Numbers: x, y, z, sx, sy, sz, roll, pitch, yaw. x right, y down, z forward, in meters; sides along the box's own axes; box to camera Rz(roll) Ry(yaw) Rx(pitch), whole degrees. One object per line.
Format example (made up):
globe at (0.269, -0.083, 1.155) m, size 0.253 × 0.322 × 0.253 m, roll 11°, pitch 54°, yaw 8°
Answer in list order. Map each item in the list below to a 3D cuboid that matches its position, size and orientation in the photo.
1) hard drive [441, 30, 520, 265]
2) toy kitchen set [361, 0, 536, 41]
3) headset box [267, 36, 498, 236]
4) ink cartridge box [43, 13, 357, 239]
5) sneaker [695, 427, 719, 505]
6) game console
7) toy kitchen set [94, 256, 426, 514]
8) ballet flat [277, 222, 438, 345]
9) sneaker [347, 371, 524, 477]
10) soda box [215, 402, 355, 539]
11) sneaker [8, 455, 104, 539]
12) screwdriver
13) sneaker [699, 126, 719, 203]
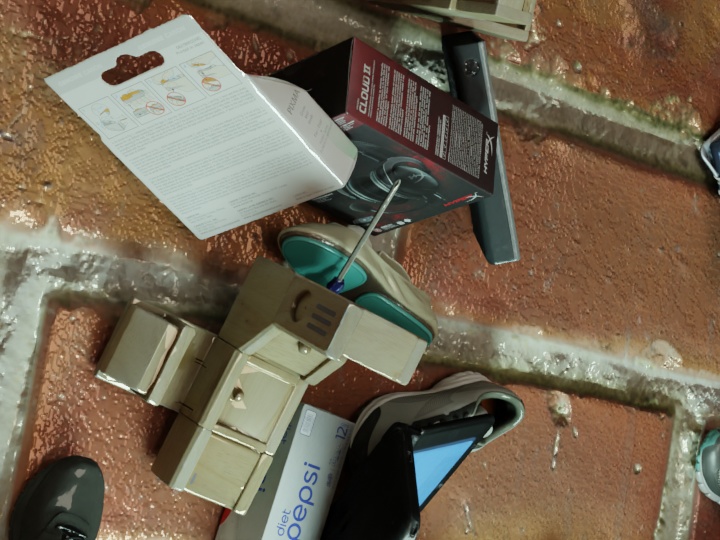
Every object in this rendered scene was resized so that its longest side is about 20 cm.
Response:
hard drive at (0.110, -0.115, 1.520) m, size 0.033 × 0.140 × 0.201 m, roll -10°, pitch 102°, yaw 1°
toy kitchen set at (0.137, -0.295, 1.458) m, size 0.180 × 0.200 × 0.164 m, roll 9°, pitch 97°, yaw -36°
headset box at (-0.004, -0.113, 1.401) m, size 0.200 × 0.149 × 0.077 m, roll 25°, pitch 60°, yaw -39°
ink cartridge box at (-0.124, -0.120, 1.298) m, size 0.200 × 0.161 × 0.050 m, roll 48°, pitch 41°, yaw -31°
sneaker at (0.449, 0.253, 1.852) m, size 0.078 × 0.091 × 0.200 m, roll -52°, pitch 123°, yaw -26°
game console at (0.032, 0.230, 1.420) m, size 0.116 × 0.200 × 0.176 m, roll 21°, pitch 35°, yaw -20°
toy kitchen set at (-0.094, 0.093, 1.303) m, size 0.163 × 0.180 × 0.200 m, roll 27°, pitch 88°, yaw -30°
ballet flat at (0.000, 0.000, 1.484) m, size 0.200 × 0.069 × 0.070 m, roll 42°, pitch 68°, yaw -36°
sneaker at (0.069, 0.145, 1.535) m, size 0.200 × 0.079 × 0.074 m, roll -21°, pitch 108°, yaw -36°
soda box at (-0.075, 0.214, 1.425) m, size 0.063 × 0.068 × 0.201 m, roll 25°, pitch 78°, yaw -37°
sneaker at (-0.238, 0.243, 1.277) m, size 0.076 × 0.091 × 0.201 m, roll 26°, pitch 75°, yaw -36°
screwdriver at (-0.008, -0.002, 1.415) m, size 0.029 × 0.028 × 0.200 m, roll 18°, pitch 125°, yaw -28°
sneaker at (0.419, -0.075, 1.815) m, size 0.108 × 0.070 × 0.201 m, roll 28°, pitch 68°, yaw -43°
